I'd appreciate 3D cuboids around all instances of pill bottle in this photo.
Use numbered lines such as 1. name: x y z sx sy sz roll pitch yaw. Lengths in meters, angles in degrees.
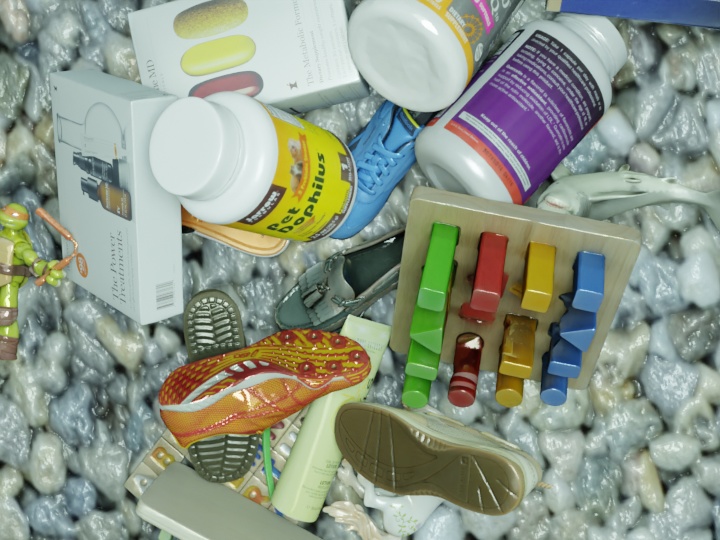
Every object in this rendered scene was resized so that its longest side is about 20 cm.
1. pill bottle: 0.081 -0.245 0.845 0.115 0.117 0.201 32 63 3
2. pill bottle: -0.091 -0.089 0.842 0.107 0.199 0.112 -3 84 29
3. pill bottle: 0.148 -0.143 0.869 0.112 0.112 0.200 44 81 2

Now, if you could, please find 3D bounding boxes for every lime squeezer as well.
1. lime squeezer: -0.073 0.127 0.957 0.070 0.038 0.203 23 95 -28

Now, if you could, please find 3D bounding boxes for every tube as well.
1. tube: -0.028 0.142 0.934 0.051 0.058 0.203 23 93 -4

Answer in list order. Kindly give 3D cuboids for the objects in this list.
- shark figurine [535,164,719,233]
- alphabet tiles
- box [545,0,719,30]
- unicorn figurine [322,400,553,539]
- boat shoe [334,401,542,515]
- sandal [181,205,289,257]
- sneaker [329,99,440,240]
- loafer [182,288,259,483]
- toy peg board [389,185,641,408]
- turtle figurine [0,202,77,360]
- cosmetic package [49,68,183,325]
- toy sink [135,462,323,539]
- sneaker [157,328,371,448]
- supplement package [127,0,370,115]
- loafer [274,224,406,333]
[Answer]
1. shark figurine: 0.244 -0.051 0.907 0.210 0.129 0.091 -2 119 -11
2. alphabet tiles: -0.121 0.196 0.980 0.166 0.008 0.201 39 96 3
3. box: 0.267 -0.263 0.865 0.195 0.122 0.033 9 134 4
4. unicorn figurine: 0.069 0.198 0.934 0.138 0.074 0.200 46 111 -4
5. boat shoe: 0.066 0.163 0.867 0.197 0.064 0.074 11 101 33
6. sandal: -0.164 -0.071 0.944 0.203 0.059 0.081 19 94 4
7. sneaker: 0.023 -0.115 0.914 0.066 0.078 0.201 39 97 1
8. loafer: -0.134 0.110 0.942 0.074 0.068 0.204 1 108 -3
9. toy peg board: 0.123 0.050 0.847 0.195 0.099 0.202 12 137 5
10. turtle figurine: -0.366 -0.003 0.968 0.197 0.064 0.164 21 100 18
11. cosmetic package: -0.225 -0.071 0.889 0.150 0.051 0.204 24 119 44
12. toy sink: -0.131 0.293 0.917 0.197 0.130 0.114 28 96 1
13. sneaker: -0.085 0.108 0.887 0.196 0.074 0.078 -13 130 0
14. supplement package: -0.100 -0.200 0.905 0.196 0.110 0.116 -13 91 7
15. loafer: 0.000 0.000 0.922 0.197 0.063 0.073 -27 66 4
